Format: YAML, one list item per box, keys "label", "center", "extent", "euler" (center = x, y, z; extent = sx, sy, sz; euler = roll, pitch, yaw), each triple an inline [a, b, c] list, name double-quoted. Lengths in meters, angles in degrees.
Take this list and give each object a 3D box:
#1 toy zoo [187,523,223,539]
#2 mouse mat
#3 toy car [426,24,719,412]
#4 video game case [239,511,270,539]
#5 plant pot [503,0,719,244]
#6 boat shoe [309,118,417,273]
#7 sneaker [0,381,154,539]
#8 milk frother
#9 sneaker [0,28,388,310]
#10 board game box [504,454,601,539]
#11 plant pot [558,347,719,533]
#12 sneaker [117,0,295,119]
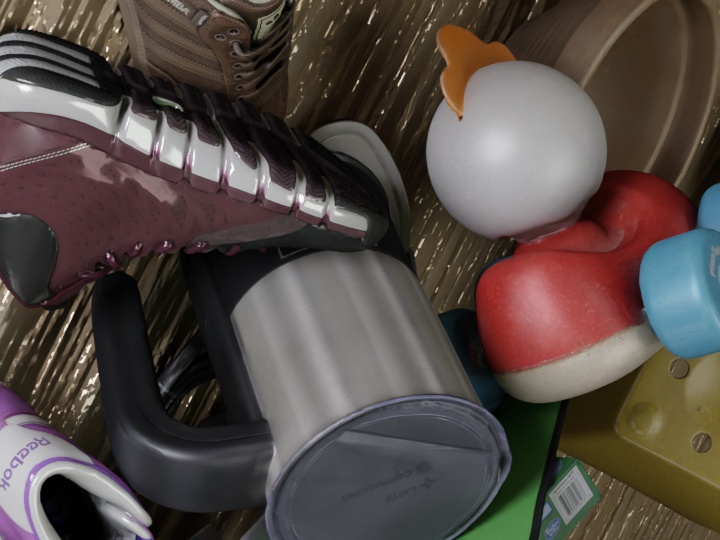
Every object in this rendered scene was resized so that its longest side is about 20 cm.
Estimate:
- label: "toy zoo"
  center: [-0.131, 0.185, 0.795]
  extent: [0.131, 0.020, 0.200]
  euler: [-39, 176, -1]
- label: "mouse mat"
  center: [0.029, 0.123, 0.797]
  extent: [0.008, 0.160, 0.200]
  euler: [61, 24, -15]
- label: "toy car"
  center: [0.102, -0.047, 0.829]
  extent: [0.177, 0.184, 0.201]
  euler: [-36, 103, -53]
- label: "video game case"
  center: [-0.099, 0.208, 0.848]
  extent: [0.182, 0.023, 0.200]
  euler: [-52, 175, 7]
- label: "plant pot"
  center: [0.141, -0.103, 0.992]
  extent: [0.201, 0.092, 0.202]
  euler: [-34, 139, -36]
- label: "boat shoe"
  center: [0.000, 0.000, 0.899]
  extent: [0.060, 0.073, 0.201]
  euler: [-88, 167, -63]
- label: "sneaker"
  center: [-0.139, 0.134, 0.754]
  extent: [0.073, 0.114, 0.201]
  euler: [-52, 149, -17]
- label: "milk frother"
  center: [-0.034, 0.079, 0.788]
  extent: [0.180, 0.189, 0.201]
  euler: [-20, 134, -4]
- label: "sneaker"
  center: [-0.094, -0.023, 0.702]
  extent: [0.199, 0.076, 0.116]
  euler: [21, 112, -24]
- label: "board game box"
  center: [0.013, 0.165, 0.777]
  extent: [0.200, 0.134, 0.029]
  euler: [-42, 110, -29]
- label: "plant pot"
  center: [0.231, 0.073, 1.089]
  extent: [0.195, 0.195, 0.200]
  euler: [-62, -177, 1]
- label: "sneaker"
  center: [-0.064, -0.115, 0.702]
  extent: [0.071, 0.075, 0.200]
  euler: [-50, 146, -18]
